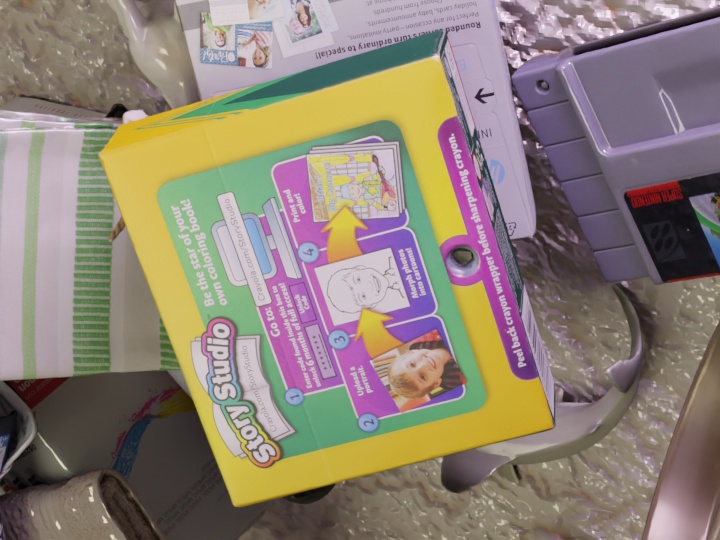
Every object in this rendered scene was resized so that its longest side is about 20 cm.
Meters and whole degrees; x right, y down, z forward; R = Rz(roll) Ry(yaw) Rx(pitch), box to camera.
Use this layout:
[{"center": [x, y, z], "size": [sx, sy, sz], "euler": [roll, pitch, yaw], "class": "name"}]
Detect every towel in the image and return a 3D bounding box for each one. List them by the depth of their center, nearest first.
[{"center": [-0.135, -0.014, 1.009], "size": [0.023, 0.200, 0.153], "euler": [-154, 64, -65], "class": "towel"}, {"center": [-0.151, 0.217, 1.127], "size": [0.132, 0.034, 0.200], "euler": [-18, 108, 42], "class": "towel"}]

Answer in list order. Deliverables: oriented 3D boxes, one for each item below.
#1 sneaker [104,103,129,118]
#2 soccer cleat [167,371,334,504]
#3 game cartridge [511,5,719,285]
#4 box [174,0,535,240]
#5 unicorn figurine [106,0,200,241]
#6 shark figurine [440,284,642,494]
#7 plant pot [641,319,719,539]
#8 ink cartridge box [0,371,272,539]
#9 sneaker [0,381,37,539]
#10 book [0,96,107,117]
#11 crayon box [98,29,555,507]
[{"center": [-0.081, -0.013, 1.075], "size": [0.200, 0.060, 0.104], "euler": [26, 105, -13], "class": "sneaker"}, {"center": [-0.086, 0.067, 1.160], "size": [0.200, 0.068, 0.073], "euler": [51, 163, -8], "class": "soccer cleat"}, {"center": [0.176, -0.060, 0.848], "size": [0.200, 0.038, 0.130], "euler": [-11, 109, 45], "class": "game cartridge"}, {"center": [-0.005, -0.102, 0.898], "size": [0.156, 0.041, 0.200], "euler": [-10, 110, 12], "class": "box"}, {"center": [-0.111, -0.127, 0.961], "size": [0.074, 0.200, 0.137], "euler": [-17, 113, 12], "class": "unicorn figurine"}, {"center": [0.086, 0.090, 1.002], "size": [0.214, 0.089, 0.128], "euler": [-7, 117, 46], "class": "shark figurine"}, {"center": [0.235, 0.119, 0.829], "size": [0.173, 0.200, 0.200], "euler": [20, 135, 3], "class": "plant pot"}, {"center": [-0.179, 0.123, 1.210], "size": [0.200, 0.145, 0.145], "euler": [53, 137, -6], "class": "ink cartridge box"}, {"center": [-0.238, 0.150, 1.087], "size": [0.108, 0.070, 0.200], "euler": [-26, 77, 45], "class": "sneaker"}, {"center": [-0.230, -0.033, 1.092], "size": [0.134, 0.200, 0.048], "euler": [18, 133, 30], "class": "book"}, {"center": [-0.013, 0.002, 0.887], "size": [0.172, 0.058, 0.200], "euler": [-15, 109, 12], "class": "crayon box"}]
